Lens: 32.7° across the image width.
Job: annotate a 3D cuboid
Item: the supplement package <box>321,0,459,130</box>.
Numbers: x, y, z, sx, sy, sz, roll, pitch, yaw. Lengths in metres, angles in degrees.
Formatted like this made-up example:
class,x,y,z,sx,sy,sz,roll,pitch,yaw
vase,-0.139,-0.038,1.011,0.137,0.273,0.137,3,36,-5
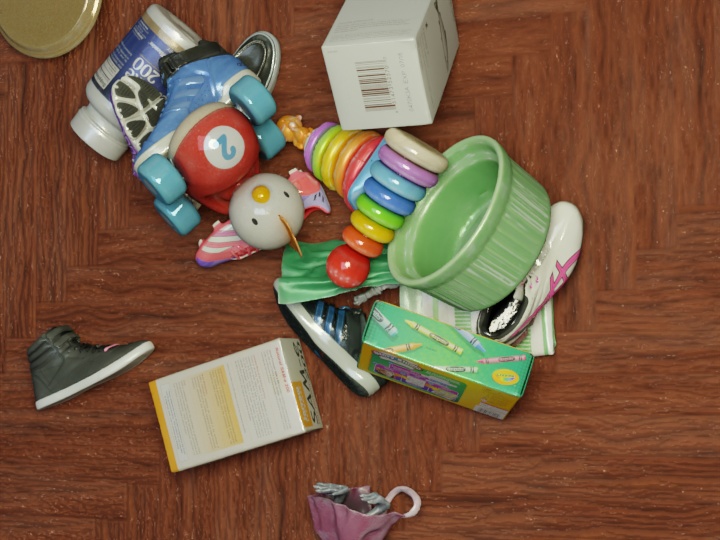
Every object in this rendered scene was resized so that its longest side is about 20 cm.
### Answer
class,x,y,z,sx,sy,sz,roll,pitch,yaw
supplement package,0.041,-0.274,1.493,0.116,0.201,0.117,-2,127,18

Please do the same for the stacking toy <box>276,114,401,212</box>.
class,x,y,z,sx,sy,sz,roll,pitch,yaw
stacking toy,-0.033,-0.150,1.583,0.199,0.110,0.116,29,80,28

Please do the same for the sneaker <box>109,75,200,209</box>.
class,x,y,z,sx,sy,sz,roll,pitch,yaw
sneaker,-0.282,-0.157,1.610,0.083,0.081,0.201,-3,119,40

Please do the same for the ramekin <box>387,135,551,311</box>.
class,x,y,z,sx,sy,sz,roll,pitch,yaw
ramekin,0.132,-0.049,1.450,0.097,0.200,0.201,31,99,-26

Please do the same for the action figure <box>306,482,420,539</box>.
class,x,y,z,sx,sy,sz,roll,pitch,yaw
action figure,-0.014,0.370,1.557,0.148,0.134,0.202,-4,100,-24

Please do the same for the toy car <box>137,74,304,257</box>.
class,x,y,z,sx,sy,sz,roll,pitch,yaw
toy car,-0.135,-0.097,1.511,0.184,0.177,0.200,-43,71,-13

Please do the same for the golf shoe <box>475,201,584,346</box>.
class,x,y,z,sx,sy,sz,roll,pitch,yaw
golf shoe,0.206,0.007,1.467,0.072,0.092,0.201,30,93,14

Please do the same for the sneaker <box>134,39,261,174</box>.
class,x,y,z,sx,sy,sz,roll,pitch,yaw
sneaker,-0.234,-0.211,1.561,0.111,0.077,0.200,43,78,13

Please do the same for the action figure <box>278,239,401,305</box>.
class,x,y,z,sx,sy,sz,roll,pitch,yaw
action figure,0.000,0.000,1.549,0.199,0.055,0.119,-5,47,8

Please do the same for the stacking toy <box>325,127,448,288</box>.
class,x,y,z,sx,sy,sz,roll,pitch,yaw
stacking toy,0.023,-0.066,1.470,0.085,0.085,0.201,33,102,17

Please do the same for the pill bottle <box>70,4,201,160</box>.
class,x,y,z,sx,sy,sz,roll,pitch,yaw
pill bottle,-0.300,-0.250,1.660,0.111,0.111,0.200,44,100,15

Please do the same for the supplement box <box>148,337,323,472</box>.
class,x,y,z,sx,sy,sz,roll,pitch,yaw
supplement box,-0.163,0.177,1.610,0.199,0.073,0.127,-18,81,16

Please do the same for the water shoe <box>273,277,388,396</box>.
class,x,y,z,sx,sy,sz,roll,pitch,yaw
water shoe,-0.031,0.075,1.588,0.079,0.072,0.200,-38,73,-16

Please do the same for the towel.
class,x,y,z,sx,sy,sz,roll,pitch,yaw
towel,0.144,0.040,1.546,0.199,0.023,0.154,-4,86,18

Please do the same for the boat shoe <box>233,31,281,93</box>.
class,x,y,z,sx,sy,sz,roll,pitch,yaw
boat shoe,-0.175,-0.232,1.640,0.072,0.071,0.201,34,97,17

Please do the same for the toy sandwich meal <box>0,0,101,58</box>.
class,x,y,z,sx,sy,sz,roll,pitch,yaw
toy sandwich meal,-0.432,-0.398,1.739,0.204,0.070,0.207,0,91,20

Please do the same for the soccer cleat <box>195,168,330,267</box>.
class,x,y,z,sx,sy,sz,roll,pitch,yaw
soccer cleat,-0.131,-0.055,1.621,0.200,0.067,0.077,-36,81,10

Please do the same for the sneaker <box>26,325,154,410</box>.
class,x,y,z,sx,sy,sz,roll,pitch,yaw
sneaker,-0.381,0.112,1.685,0.199,0.071,0.100,-25,84,19

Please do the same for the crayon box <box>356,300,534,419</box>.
class,x,y,z,sx,sy,sz,roll,pitch,yaw
crayon box,0.098,0.110,1.477,0.199,0.119,0.059,19,70,3
